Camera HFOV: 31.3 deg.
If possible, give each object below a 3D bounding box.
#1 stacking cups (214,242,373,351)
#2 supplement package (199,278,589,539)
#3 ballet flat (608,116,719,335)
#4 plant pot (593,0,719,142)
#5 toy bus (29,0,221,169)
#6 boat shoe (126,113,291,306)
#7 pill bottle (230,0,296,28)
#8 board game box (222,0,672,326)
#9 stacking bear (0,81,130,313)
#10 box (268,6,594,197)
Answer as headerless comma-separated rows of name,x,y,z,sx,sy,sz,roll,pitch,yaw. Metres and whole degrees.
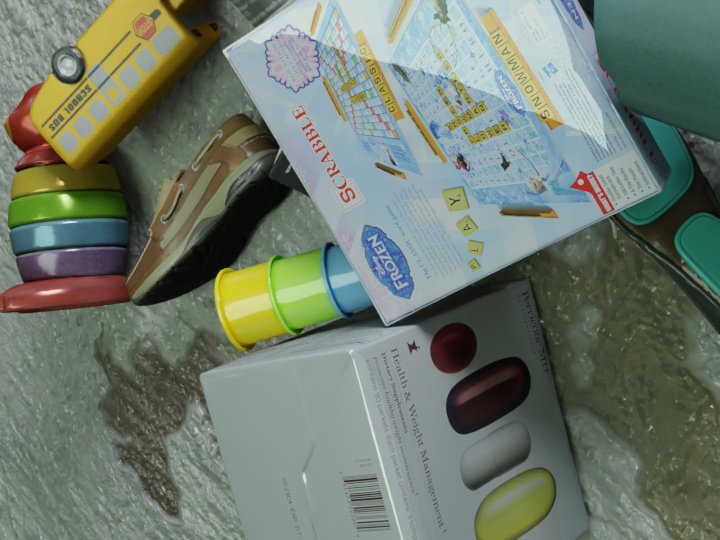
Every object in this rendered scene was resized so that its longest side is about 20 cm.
stacking cups,0.000,0.000,0.862,0.199,0.060,0.061,-18,91,20
supplement package,0.029,0.126,0.879,0.146,0.199,0.193,-12,95,41
ballet flat,0.187,-0.030,0.785,0.201,0.068,0.068,54,169,8
plant pot,0.238,-0.134,0.647,0.195,0.199,0.202,23,116,43
toy bus,-0.183,-0.177,1.038,0.200,0.065,0.078,-41,91,23
boat shoe,-0.130,-0.049,1.057,0.200,0.075,0.074,-44,68,31
pill bottle,-0.071,-0.247,0.870,0.200,0.113,0.113,47,133,-14
board game box,0.048,-0.095,0.759,0.199,0.041,0.201,-26,98,30
stacking bear,-0.264,-0.068,1.138,0.113,0.121,0.202,-6,88,-3
box,0.053,-0.107,0.841,0.157,0.050,0.200,28,126,-10
